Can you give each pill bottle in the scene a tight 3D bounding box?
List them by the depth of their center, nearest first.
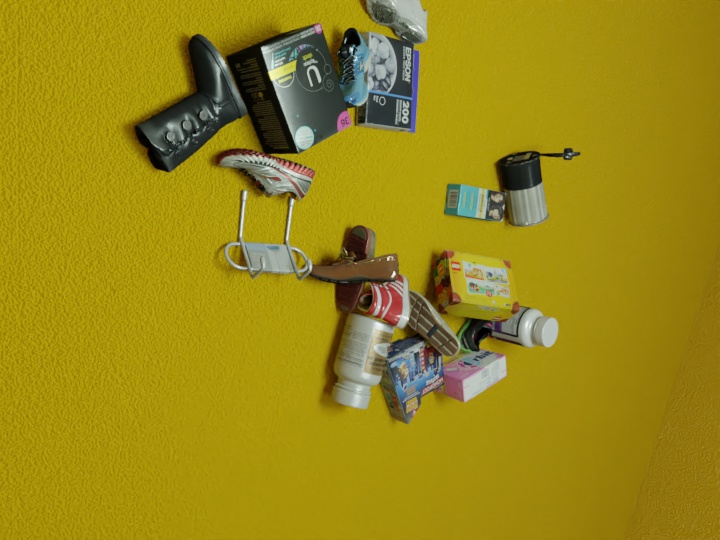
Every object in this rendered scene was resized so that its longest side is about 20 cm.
[{"bbox_3d":[0.000,0.207,1.384,0.114,0.114,0.202,19,85,-41],"label":"pill bottle"},{"bbox_3d":[0.454,0.157,1.720,0.111,0.199,0.113,-9,104,-40],"label":"pill bottle"}]

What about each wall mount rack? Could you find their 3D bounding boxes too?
[{"bbox_3d":[-0.178,-0.065,1.213,0.199,0.074,0.175,3,58,-43],"label":"wall mount rack"}]

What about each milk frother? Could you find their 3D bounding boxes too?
[{"bbox_3d":[0.516,-0.243,1.709,0.180,0.199,0.190,-35,119,-36],"label":"milk frother"}]

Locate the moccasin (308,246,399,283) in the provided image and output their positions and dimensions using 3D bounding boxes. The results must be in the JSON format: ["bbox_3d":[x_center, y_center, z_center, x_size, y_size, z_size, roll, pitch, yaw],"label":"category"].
[{"bbox_3d":[-0.017,-0.011,1.302,0.074,0.199,0.079,17,71,-79],"label":"moccasin"}]

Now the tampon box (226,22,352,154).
[{"bbox_3d":[-0.133,-0.345,1.163,0.150,0.126,0.201,-36,120,-30],"label":"tampon box"}]

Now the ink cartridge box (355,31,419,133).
[{"bbox_3d":[0.077,-0.427,1.393,0.199,0.043,0.200,-5,100,-42],"label":"ink cartridge box"}]

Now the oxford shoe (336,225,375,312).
[{"bbox_3d":[0.000,0.000,1.381,0.075,0.070,0.202,6,101,-59],"label":"oxford shoe"}]

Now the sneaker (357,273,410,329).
[{"bbox_3d":[0.051,0.051,1.395,0.112,0.200,0.072,22,115,-13],"label":"sneaker"}]

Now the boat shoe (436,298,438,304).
[{"bbox_3d":[0.274,0.049,1.630,0.199,0.071,0.063,-16,102,-41],"label":"boat shoe"}]

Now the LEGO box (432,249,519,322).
[{"bbox_3d":[0.298,0.041,1.557,0.198,0.077,0.150,9,57,-19],"label":"LEGO box"}]

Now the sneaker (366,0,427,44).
[{"bbox_3d":[0.084,-0.597,1.358,0.199,0.077,0.100,19,78,-51],"label":"sneaker"}]

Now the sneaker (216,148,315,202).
[{"bbox_3d":[-0.184,-0.184,1.174,0.199,0.078,0.083,13,101,-30],"label":"sneaker"}]

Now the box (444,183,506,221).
[{"bbox_3d":[0.314,-0.182,1.639,0.199,0.049,0.083,2,96,-41],"label":"box"}]

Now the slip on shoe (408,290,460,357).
[{"bbox_3d":[0.176,0.133,1.517,0.076,0.200,0.061,-47,169,8],"label":"slip on shoe"}]

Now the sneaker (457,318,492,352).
[{"bbox_3d":[0.344,0.143,1.696,0.077,0.083,0.201,36,74,-45],"label":"sneaker"}]

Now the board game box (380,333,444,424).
[{"bbox_3d":[0.127,0.276,1.544,0.199,0.061,0.202,-19,110,-38],"label":"board game box"}]

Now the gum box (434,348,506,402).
[{"bbox_3d":[0.305,0.281,1.666,0.199,0.113,0.067,-20,110,-37],"label":"gum box"}]

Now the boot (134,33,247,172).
[{"bbox_3d":[-0.315,-0.294,1.060,0.200,0.065,0.166,-42,121,-23],"label":"boot"}]

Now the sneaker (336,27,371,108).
[{"bbox_3d":[-0.028,-0.416,1.238,0.090,0.078,0.202,62,27,-56],"label":"sneaker"}]
